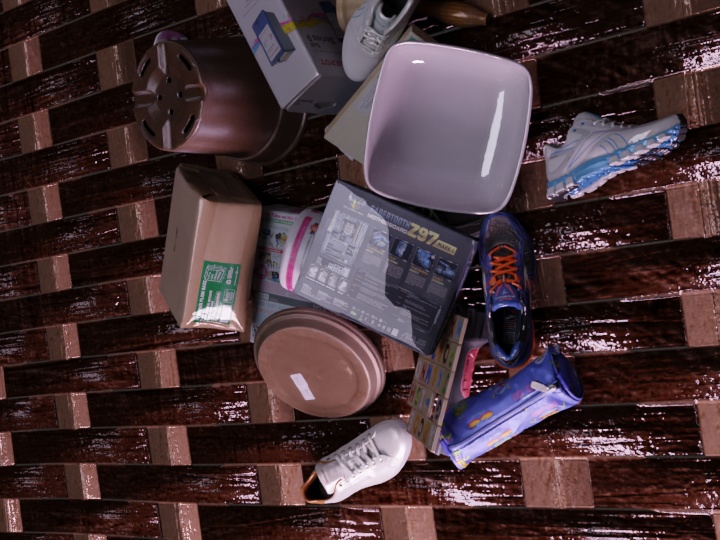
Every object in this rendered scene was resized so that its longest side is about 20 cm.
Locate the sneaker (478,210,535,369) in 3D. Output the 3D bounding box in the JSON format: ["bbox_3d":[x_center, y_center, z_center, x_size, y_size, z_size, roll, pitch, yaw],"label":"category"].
[{"bbox_3d":[0.187,0.025,1.587,0.074,0.078,0.204,-8,90,9],"label":"sneaker"}]

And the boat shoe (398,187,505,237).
[{"bbox_3d":[0.097,-0.075,1.673,0.198,0.063,0.072,0,95,38],"label":"boat shoe"}]

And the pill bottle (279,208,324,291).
[{"bbox_3d":[0.000,0.000,1.696,0.197,0.113,0.115,19,108,11],"label":"pill bottle"}]

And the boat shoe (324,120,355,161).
[{"bbox_3d":[0.035,-0.226,1.717,0.067,0.073,0.200,49,130,-1],"label":"boat shoe"}]

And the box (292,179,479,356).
[{"bbox_3d":[0.032,-0.005,1.605,0.197,0.051,0.160,23,98,11],"label":"box"}]

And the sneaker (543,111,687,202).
[{"bbox_3d":[0.292,-0.155,1.501,0.198,0.074,0.088,-24,74,39],"label":"sneaker"}]

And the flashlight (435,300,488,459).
[{"bbox_3d":[0.140,0.145,1.669,0.067,0.067,0.204,16,100,28],"label":"flashlight"}]

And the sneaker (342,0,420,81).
[{"bbox_3d":[0.024,-0.319,1.613,0.070,0.081,0.201,30,128,-3],"label":"sneaker"}]

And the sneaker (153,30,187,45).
[{"bbox_3d":[-0.290,-0.271,1.973,0.088,0.079,0.204,-25,76,55],"label":"sneaker"}]

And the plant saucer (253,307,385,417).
[{"bbox_3d":[-0.062,0.137,1.781,0.197,0.030,0.202,11,132,12],"label":"plant saucer"}]

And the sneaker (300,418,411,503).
[{"bbox_3d":[-0.009,0.280,1.790,0.200,0.084,0.073,-43,67,33],"label":"sneaker"}]

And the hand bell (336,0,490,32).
[{"bbox_3d":[0.078,-0.345,1.663,0.197,0.104,0.106,17,106,24],"label":"hand bell"}]

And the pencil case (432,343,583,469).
[{"bbox_3d":[0.184,0.171,1.580,0.198,0.087,0.079,-32,87,17],"label":"pencil case"}]

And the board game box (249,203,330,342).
[{"bbox_3d":[-0.088,0.014,1.840,0.146,0.064,0.204,12,104,37],"label":"board game box"}]

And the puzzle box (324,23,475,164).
[{"bbox_3d":[0.061,-0.211,1.662,0.132,0.026,0.200,33,124,-17],"label":"puzzle box"}]

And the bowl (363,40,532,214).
[{"bbox_3d":[0.108,-0.181,1.587,0.196,0.075,0.203,11,104,-1],"label":"bowl"}]

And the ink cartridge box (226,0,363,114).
[{"bbox_3d":[-0.079,-0.321,1.740,0.087,0.144,0.202,-36,72,35],"label":"ink cartridge box"}]

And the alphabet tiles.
[{"bbox_3d":[0.094,0.136,1.638,0.200,0.007,0.170,-170,94,-81],"label":"alphabet tiles"}]

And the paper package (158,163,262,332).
[{"bbox_3d":[-0.224,-0.034,1.874,0.191,0.102,0.203,-135,54,-64],"label":"paper package"}]

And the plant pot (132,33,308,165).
[{"bbox_3d":[-0.208,-0.249,1.823,0.198,0.197,0.204,6,100,38],"label":"plant pot"}]
